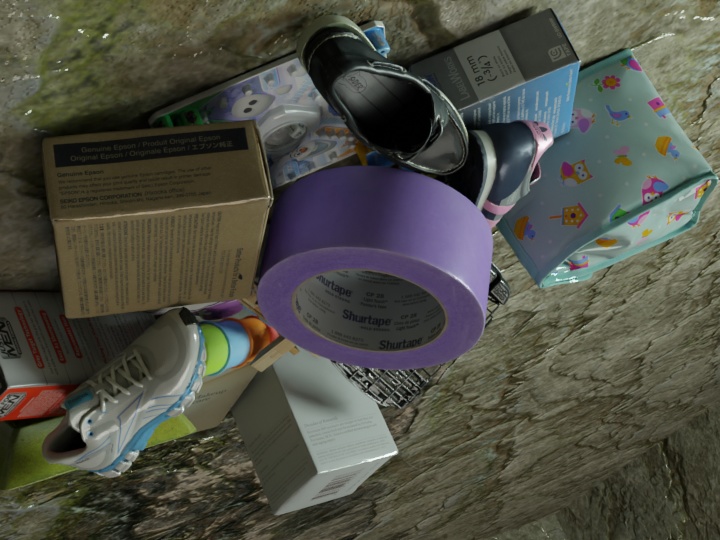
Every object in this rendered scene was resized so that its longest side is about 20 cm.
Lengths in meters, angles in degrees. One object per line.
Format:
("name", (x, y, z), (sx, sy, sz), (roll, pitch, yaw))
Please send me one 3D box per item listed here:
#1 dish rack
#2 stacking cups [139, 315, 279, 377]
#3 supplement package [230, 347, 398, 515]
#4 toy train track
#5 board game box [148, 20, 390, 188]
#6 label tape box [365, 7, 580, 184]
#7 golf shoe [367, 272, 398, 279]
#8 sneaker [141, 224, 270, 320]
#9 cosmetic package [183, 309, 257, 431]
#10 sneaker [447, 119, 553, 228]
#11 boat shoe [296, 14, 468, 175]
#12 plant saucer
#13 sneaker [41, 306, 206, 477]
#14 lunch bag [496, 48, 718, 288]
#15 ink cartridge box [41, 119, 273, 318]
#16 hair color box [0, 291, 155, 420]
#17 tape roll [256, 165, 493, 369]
("dish rack", (0.056, 0.044, 1.411), (0.200, 0.055, 0.153), (-47, 122, 0))
("stacking cups", (-0.132, 0.073, 1.284), (0.060, 0.061, 0.200), (-37, 166, 29))
("supplement package", (-0.066, 0.152, 1.500), (0.117, 0.201, 0.117), (-9, 154, -37))
("toy train track", (-0.081, 0.035, 1.265), (0.115, 0.033, 0.200), (-38, 149, 6))
("board game box", (-0.064, -0.112, 1.115), (0.199, 0.026, 0.200), (-24, 160, -6))
("label tape box", (0.089, -0.138, 1.177), (0.199, 0.064, 0.144), (-23, 160, -4))
("golf shoe", (0.000, 0.000, 1.288), (0.199, 0.088, 0.077), (-13, -146, 43))
("sneaker", (-0.163, 0.021, 1.259), (0.200, 0.073, 0.114), (-8, 157, -39))
("cosmetic package", (-0.180, 0.110, 1.449), (0.103, 0.073, 0.200), (-12, 157, -31))
("sneaker", (0.120, -0.068, 1.193), (0.082, 0.070, 0.200), (-16, 161, -14))
("boat shoe", (0.030, -0.120, 1.036), (0.074, 0.066, 0.199), (-37, 135, 10))
("plant saucer", (-0.294, 0.148, 1.340), (0.199, 0.048, 0.200), (-15, -167, -26))
("sneaker", (-0.210, 0.110, 1.155), (0.086, 0.075, 0.200), (9, 127, -48))
("lunch bag", (0.212, -0.089, 1.283), (0.199, 0.171, 0.122), (-27, 159, -9))
("ink cartridge box", (-0.163, -0.037, 1.059), (0.164, 0.076, 0.200), (-7, 158, -13))
("hair color box", (-0.271, 0.076, 1.219), (0.061, 0.102, 0.199), (-41, 154, 30))
("tape roll", (0.013, 0.002, 1.156), (0.199, 0.085, 0.200), (6, 147, 4))
